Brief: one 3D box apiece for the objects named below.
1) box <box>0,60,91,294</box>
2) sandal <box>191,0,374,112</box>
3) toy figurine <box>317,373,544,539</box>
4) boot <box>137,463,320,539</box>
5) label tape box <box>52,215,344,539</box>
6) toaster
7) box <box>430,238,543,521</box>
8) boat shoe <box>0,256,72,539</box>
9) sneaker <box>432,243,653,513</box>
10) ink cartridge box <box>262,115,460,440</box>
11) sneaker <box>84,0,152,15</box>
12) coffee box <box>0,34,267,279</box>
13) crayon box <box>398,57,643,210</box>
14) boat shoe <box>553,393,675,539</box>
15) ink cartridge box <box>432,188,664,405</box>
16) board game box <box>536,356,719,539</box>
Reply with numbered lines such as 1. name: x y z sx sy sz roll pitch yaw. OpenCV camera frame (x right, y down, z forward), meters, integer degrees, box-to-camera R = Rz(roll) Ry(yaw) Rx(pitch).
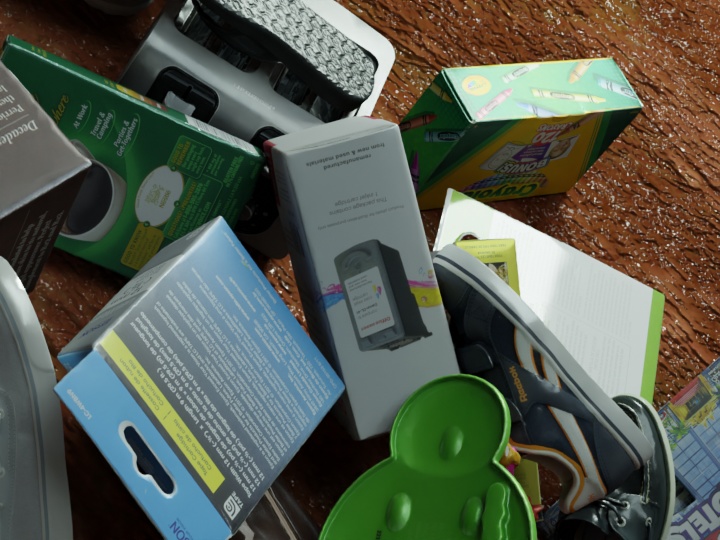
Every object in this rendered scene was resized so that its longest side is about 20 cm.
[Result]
1. box: -0.307 -0.060 1.188 0.200 0.166 0.164 48 53 8
2. sandal: -0.077 -0.181 1.387 0.200 0.048 0.075 41 40 -17
3. toy figurine: 0.079 0.197 1.258 0.184 0.150 0.200 50 46 -51
4. boot: -0.042 0.159 1.285 0.200 0.064 0.186 51 45 9
5. label tape box: -0.110 0.080 1.177 0.143 0.066 0.200 55 41 -13
6. toaster: -0.084 -0.135 1.458 0.181 0.119 0.200 33 43 -9
7. box: 0.086 0.081 1.362 0.050 0.075 0.200 -4 82 -17
8. boat shoe: -0.223 0.092 1.147 0.068 0.200 0.072 -15 25 -30
9. sneaker: 0.104 0.076 1.289 0.079 0.078 0.200 -42 89 -7
10. ink cartridge box: 0.000 0.000 1.315 0.085 0.148 0.200 -16 99 -7
11. sneaker: -0.235 -0.253 1.456 0.200 0.092 0.076 13 85 -24
12. coffee box: -0.179 -0.069 1.334 0.200 0.123 0.044 22 13 -16
13. crayon box: 0.122 -0.113 1.583 0.200 0.119 0.058 -9 60 -39
14. boat shoe: 0.167 0.184 1.333 0.066 0.074 0.200 11 91 -55
15. ink cartridge box: 0.129 0.045 1.488 0.200 0.076 0.148 27 44 -11
16. board game box: 0.266 0.192 1.384 0.200 0.062 0.200 -41 79 -5
